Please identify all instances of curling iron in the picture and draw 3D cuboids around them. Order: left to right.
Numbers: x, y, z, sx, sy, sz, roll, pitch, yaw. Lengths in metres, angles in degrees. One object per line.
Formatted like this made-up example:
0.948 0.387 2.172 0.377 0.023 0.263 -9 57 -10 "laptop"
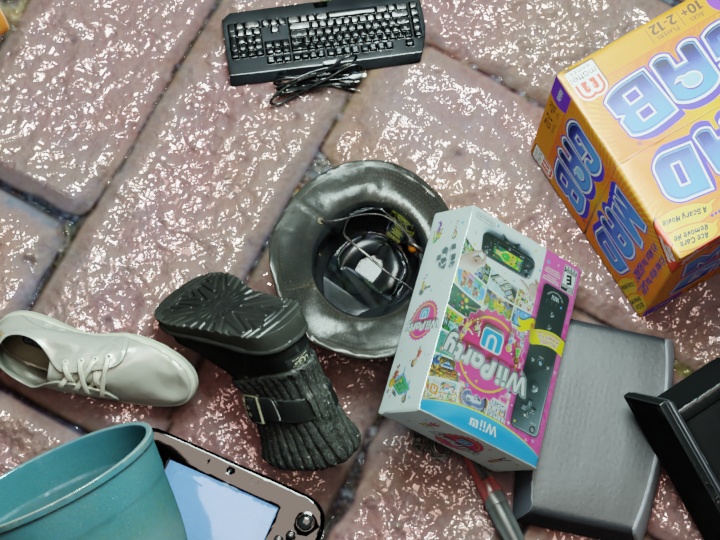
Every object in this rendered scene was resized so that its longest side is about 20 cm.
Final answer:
0.111 0.211 1.657 0.050 0.026 0.200 -32 76 -9 "curling iron"

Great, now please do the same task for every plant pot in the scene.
-0.230 0.259 1.545 0.200 0.200 0.188 -27 101 -9 "plant pot"

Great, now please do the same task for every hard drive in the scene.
0.220 0.145 1.670 0.135 0.042 0.200 12 74 2 "hard drive"

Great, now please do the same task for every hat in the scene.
0.000 0.000 1.688 0.200 0.081 0.201 5 67 -13 "hat"

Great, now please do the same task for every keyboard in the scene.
-0.033 -0.224 1.772 0.200 0.040 0.104 -9 74 -3 "keyboard"

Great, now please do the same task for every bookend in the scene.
0.378 0.150 1.618 0.200 0.092 0.199 -31 97 -10 "bookend"

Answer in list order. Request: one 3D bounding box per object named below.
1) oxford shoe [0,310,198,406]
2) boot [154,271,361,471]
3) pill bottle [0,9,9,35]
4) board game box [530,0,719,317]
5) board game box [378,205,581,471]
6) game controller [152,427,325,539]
-0.247 0.090 1.652 0.200 0.058 0.075 15 119 7 "oxford shoe"
-0.098 0.096 1.651 0.079 0.211 0.158 -36 120 -23 "boot"
-0.437 -0.210 1.721 0.200 0.106 0.106 -33 77 -10 "pill bottle"
0.303 -0.111 1.665 0.200 0.200 0.200 -30 77 -9 "board game box"
0.112 0.064 1.635 0.147 0.064 0.200 28 67 -31 "board game box"
-0.136 0.223 1.638 0.200 0.042 0.104 23 74 6 "game controller"
